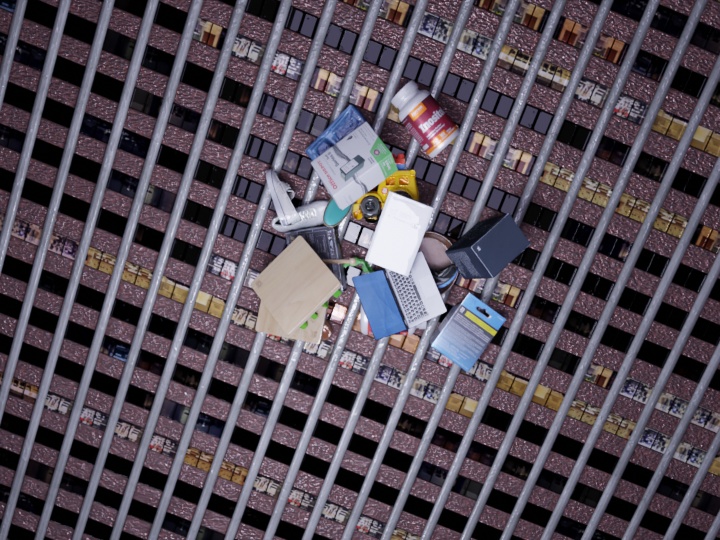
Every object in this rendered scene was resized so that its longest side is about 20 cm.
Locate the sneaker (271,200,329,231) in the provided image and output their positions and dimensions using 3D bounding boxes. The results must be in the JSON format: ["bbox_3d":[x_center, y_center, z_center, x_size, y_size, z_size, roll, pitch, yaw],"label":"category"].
[{"bbox_3d":[-0.173,-0.157,1.573,0.196,0.080,0.072,-17,96,3],"label":"sneaker"}]

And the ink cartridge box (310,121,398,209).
[{"bbox_3d":[-0.018,-0.291,1.475,0.198,0.084,0.147,-36,63,2],"label":"ink cartridge box"}]

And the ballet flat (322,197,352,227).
[{"bbox_3d":[-0.050,-0.216,1.556,0.070,0.071,0.203,27,87,-2],"label":"ballet flat"}]

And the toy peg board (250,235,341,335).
[{"bbox_3d":[-0.167,0.051,1.477,0.200,0.098,0.199,-43,63,1],"label":"toy peg board"}]

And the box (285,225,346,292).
[{"bbox_3d":[-0.133,-0.027,1.593,0.155,0.048,0.204,-7,98,15],"label":"box"}]

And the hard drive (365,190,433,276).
[{"bbox_3d":[0.106,-0.101,1.457,0.130,0.027,0.203,20,104,0],"label":"hard drive"}]

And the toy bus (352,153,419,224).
[{"bbox_3d":[0.075,-0.239,1.533,0.195,0.136,0.197,-2,86,5],"label":"toy bus"}]

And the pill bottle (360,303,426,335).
[{"bbox_3d":[0.098,0.137,1.589,0.195,0.113,0.115,1,99,2],"label":"pill bottle"}]

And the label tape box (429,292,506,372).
[{"bbox_3d":[0.325,0.183,1.613,0.143,0.063,0.202,35,98,-3],"label":"label tape box"}]

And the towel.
[{"bbox_3d":[-0.058,-0.379,1.550,0.200,0.049,0.112,-43,96,7],"label":"towel"}]

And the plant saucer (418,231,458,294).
[{"bbox_3d":[0.199,-0.017,1.602,0.196,0.035,0.205,0,99,3],"label":"plant saucer"}]

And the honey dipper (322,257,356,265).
[{"bbox_3d":[-0.108,-0.027,1.546,0.195,0.038,0.039,0,99,9],"label":"honey dipper"}]

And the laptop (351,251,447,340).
[{"bbox_3d":[0.110,0.068,1.483,0.197,0.116,0.190,-26,78,17],"label":"laptop"}]

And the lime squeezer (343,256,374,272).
[{"bbox_3d":[0.000,0.000,1.611,0.196,0.038,0.072,16,99,-1],"label":"lime squeezer"}]

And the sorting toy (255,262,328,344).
[{"bbox_3d":[-0.187,0.096,1.544,0.195,0.070,0.204,10,84,9],"label":"sorting toy"}]

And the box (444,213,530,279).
[{"bbox_3d":[0.353,-0.063,1.489,0.148,0.200,0.108,-39,95,-10],"label":"box"}]

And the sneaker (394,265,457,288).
[{"bbox_3d":[0.189,0.015,1.555,0.195,0.071,0.084,-11,105,7],"label":"sneaker"}]

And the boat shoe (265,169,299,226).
[{"bbox_3d":[-0.225,-0.221,1.533,0.065,0.072,0.202,-21,55,-1],"label":"boat shoe"}]

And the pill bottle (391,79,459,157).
[{"bbox_3d":[0.181,-0.432,1.500,0.113,0.113,0.200,-41,95,7],"label":"pill bottle"}]

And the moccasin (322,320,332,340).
[{"bbox_3d":[-0.169,0.141,1.617,0.074,0.078,0.202,-43,95,8],"label":"moccasin"}]
